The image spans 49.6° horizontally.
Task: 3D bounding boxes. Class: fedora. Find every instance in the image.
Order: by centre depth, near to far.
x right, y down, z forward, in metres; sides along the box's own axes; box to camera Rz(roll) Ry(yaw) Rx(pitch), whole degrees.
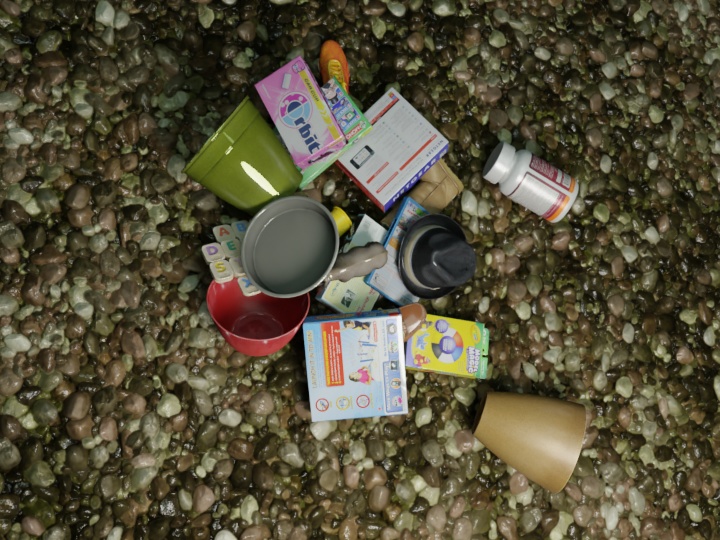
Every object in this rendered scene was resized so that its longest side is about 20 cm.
[{"bbox_3d":[0.175,-0.024,1.626,0.198,0.091,0.205,-8,103,-37],"label":"fedora"}]

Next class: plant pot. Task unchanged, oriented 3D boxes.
[{"bbox_3d":[-0.222,-0.206,1.560,0.193,0.200,0.202,42,71,-16],"label":"plant pot"},{"bbox_3d":[0.336,0.328,1.602,0.196,0.187,0.189,21,73,3],"label":"plant pot"}]

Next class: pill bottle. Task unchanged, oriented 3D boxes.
[{"bbox_3d":[0.380,-0.201,1.750,0.197,0.110,0.111,29,72,-7],"label":"pill bottle"}]

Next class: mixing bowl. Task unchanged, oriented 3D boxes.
[{"bbox_3d":[-0.198,0.090,1.514,0.195,0.110,0.203,4,46,-4],"label":"mixing bowl"}]

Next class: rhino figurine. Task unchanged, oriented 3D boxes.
[{"bbox_3d":[-0.031,-0.007,1.533,0.197,0.087,0.061,-22,100,-26],"label":"rhino figurine"}]

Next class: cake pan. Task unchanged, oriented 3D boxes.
[{"bbox_3d":[-0.130,-0.042,1.480,0.196,0.037,0.205,-5,70,14],"label":"cake pan"}]

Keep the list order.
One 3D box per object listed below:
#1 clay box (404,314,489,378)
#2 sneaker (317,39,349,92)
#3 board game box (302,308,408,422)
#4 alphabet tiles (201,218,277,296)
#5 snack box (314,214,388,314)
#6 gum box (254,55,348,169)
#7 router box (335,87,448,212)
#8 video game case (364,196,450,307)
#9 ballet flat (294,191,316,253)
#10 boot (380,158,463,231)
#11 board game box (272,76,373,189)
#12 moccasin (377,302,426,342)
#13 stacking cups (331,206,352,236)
[{"bbox_3d":[0.186,0.161,1.653,0.196,0.048,0.118,9,76,-12],"label":"clay box"},{"bbox_3d":[-0.050,-0.411,1.697,0.071,0.077,0.205,-4,78,-14],"label":"sneaker"},{"bbox_3d":[-0.009,0.185,1.531,0.191,0.056,0.205,-4,101,-1],"label":"board game box"},{"bbox_3d":[-0.209,-0.035,1.548,0.196,0.015,0.197,-15,50,-22],"label":"alphabet tiles"},{"bbox_3d":[0.000,0.000,1.620,0.115,0.037,0.203,34,75,-24],"label":"snack box"},{"bbox_3d":[-0.117,-0.316,1.594,0.112,0.066,0.203,-29,84,8],"label":"gum box"},{"bbox_3d":[0.059,-0.258,1.666,0.200,0.049,0.180,-43,77,-7],"label":"router box"},{"bbox_3d":[0.101,-0.031,1.644,0.142,0.018,0.203,33,78,-33],"label":"video game case"},{"bbox_3d":[-0.101,-0.096,1.577,0.069,0.072,0.201,-12,41,-16],"label":"ballet flat"},{"bbox_3d":[0.112,-0.167,1.695,0.175,0.066,0.200,44,72,-2],"label":"boot"},{"bbox_3d":[-0.090,-0.288,1.638,0.199,0.029,0.135,-38,84,5],"label":"board game box"},{"bbox_3d":[0.043,0.121,1.584,0.198,0.078,0.075,-21,73,-2],"label":"moccasin"},{"bbox_3d":[-0.106,-0.050,1.612,0.199,0.060,0.061,-41,90,-19],"label":"stacking cups"}]
